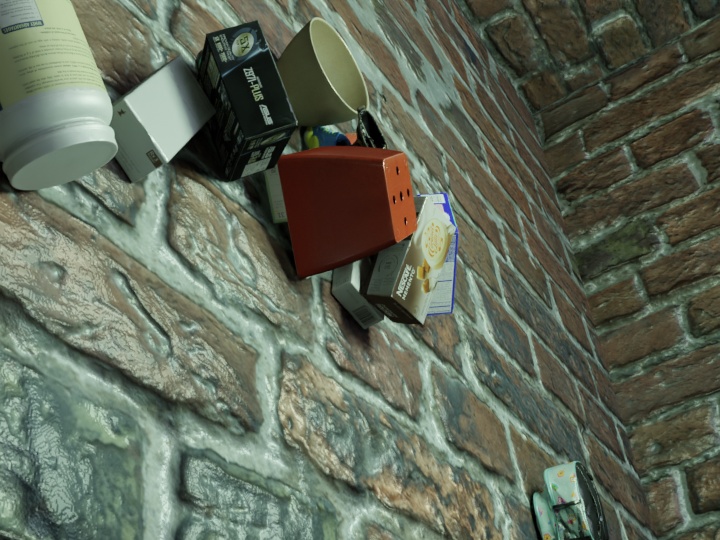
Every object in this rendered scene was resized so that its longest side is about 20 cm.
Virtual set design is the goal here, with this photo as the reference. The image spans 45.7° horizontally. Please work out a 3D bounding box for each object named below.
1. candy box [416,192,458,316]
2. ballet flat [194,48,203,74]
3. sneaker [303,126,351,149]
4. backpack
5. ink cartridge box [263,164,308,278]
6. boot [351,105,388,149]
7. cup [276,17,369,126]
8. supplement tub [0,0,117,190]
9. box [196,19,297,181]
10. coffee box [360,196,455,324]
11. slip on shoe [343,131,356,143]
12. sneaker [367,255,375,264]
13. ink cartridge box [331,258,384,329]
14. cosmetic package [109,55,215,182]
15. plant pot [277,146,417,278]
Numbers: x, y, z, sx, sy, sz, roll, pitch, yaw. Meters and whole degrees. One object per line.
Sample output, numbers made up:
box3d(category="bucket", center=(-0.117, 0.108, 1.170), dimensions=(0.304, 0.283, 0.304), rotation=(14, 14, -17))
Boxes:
box3d(category="candy box", center=(0.159, -0.034, 1.819), dimensions=(0.170, 0.075, 0.204), rotation=(-95, -175, -57))
box3d(category="ballet flat", center=(-0.216, -0.305, 1.453), dimensions=(0.200, 0.071, 0.073), rotation=(44, 31, -40))
box3d(category="sneaker", center=(-0.055, -0.240, 1.663), dimensions=(0.076, 0.104, 0.203), rotation=(47, 30, -35))
box3d(category="backpack", center=(0.489, 0.554, 1.996), dimensions=(0.175, 0.151, 0.205), rotation=(34, 48, -53))
box3d(category="ink cartridge box", center=(-0.105, -0.099, 1.501), dimensions=(0.145, 0.047, 0.205), rotation=(-35, 118, -66))
box3d(category="boot", center=(0.029, -0.189, 1.599), dimensions=(0.203, 0.068, 0.174), rotation=(64, -9, 6))
box3d(category="cup", center=(-0.094, -0.360, 1.648), dimensions=(0.200, 0.141, 0.203), rotation=(46, 31, -37))
box3d(category="supplement tub", center=(-0.360, -0.207, 0.938), dimensions=(0.144, 0.143, 0.204), rotation=(-14, 80, -66))
box3d(category="box", center=(-0.179, -0.250, 1.298), dimensions=(0.167, 0.085, 0.200), rotation=(68, -19, 6))
box3d(category="coffee box", center=(0.089, -0.018, 1.560), dimensions=(0.114, 0.079, 0.203), rotation=(40, 64, -41))
box3d(category="slip on shoe", center=(-0.018, -0.264, 1.823), dimensions=(0.075, 0.060, 0.200), rotation=(65, 25, -4))
box3d(category="sneaker", center=(0.024, -0.070, 1.595), dimensions=(0.201, 0.075, 0.081), rotation=(54, 35, -22))
box3d(category="ink cartridge box", center=(0.000, 0.000, 1.622), dimensions=(0.109, 0.050, 0.202), rotation=(49, 27, -32))
box3d(category="cosmetic package", center=(-0.285, -0.216, 1.198), dimensions=(0.103, 0.073, 0.201), rotation=(57, 27, -19))
box3d(category="plant pot", center=(-0.009, -0.116, 1.453), dimensions=(0.199, 0.172, 0.205), rotation=(-33, 114, -67))
